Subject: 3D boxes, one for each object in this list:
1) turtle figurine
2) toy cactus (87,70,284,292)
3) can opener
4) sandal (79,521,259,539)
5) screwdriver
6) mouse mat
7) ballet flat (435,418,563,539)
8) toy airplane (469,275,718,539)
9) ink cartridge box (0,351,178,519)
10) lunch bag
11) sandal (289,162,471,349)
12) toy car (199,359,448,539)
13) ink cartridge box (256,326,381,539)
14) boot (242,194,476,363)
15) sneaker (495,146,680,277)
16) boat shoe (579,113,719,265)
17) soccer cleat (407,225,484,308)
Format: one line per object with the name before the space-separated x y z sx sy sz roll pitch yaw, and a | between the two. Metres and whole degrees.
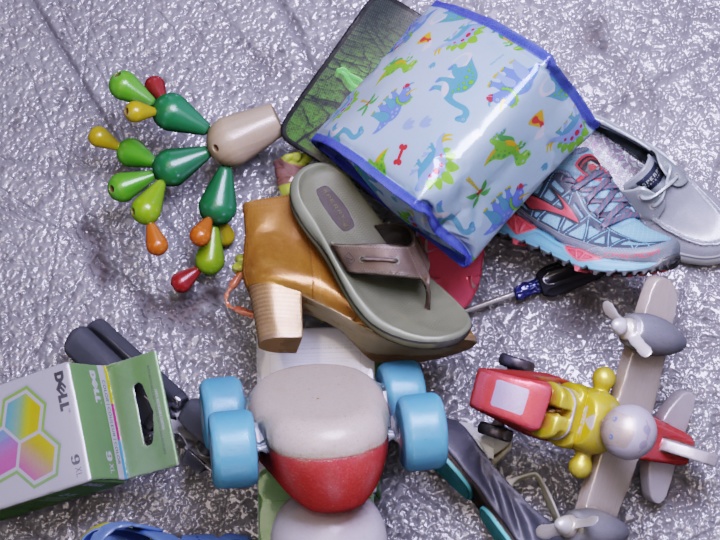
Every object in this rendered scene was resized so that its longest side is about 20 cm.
turtle figurine | -0.025 -0.020 1.650 0.200 0.064 0.161 1 73 -11
toy cactus | -0.145 -0.096 1.664 0.165 0.102 0.200 -25 82 3
can opener | -0.170 0.105 1.632 0.200 0.053 0.067 41 119 14
sandal | -0.155 0.255 1.586 0.200 0.087 0.080 4 75 5
screwdriver | 0.121 0.029 1.638 0.200 0.028 0.029 -23 47 -2
mouse mat | 0.049 -0.132 1.618 0.200 0.008 0.161 33 84 13
ballet flat | 0.115 0.182 1.585 0.073 0.073 0.200 -39 75 -4
toy airplane | 0.209 0.131 1.522 0.199 0.141 0.200 -28 100 -14
ink cartridge box | -0.263 0.143 1.598 0.200 0.059 0.104 -18 76 23
lunch bag | 0.068 -0.125 1.549 0.170 0.127 0.200 -47 46 -4
sandal | 0.014 -0.015 1.524 0.080 0.057 0.201 -29 71 -38
toy car | -0.030 0.189 1.513 0.184 0.177 0.200 -4 104 -8
ink cartridge box | -0.035 0.151 1.610 0.104 0.059 0.200 -2 76 5
boot | -0.001 0.000 1.579 0.201 0.071 0.144 4 65 -16
sneaker | 0.186 -0.055 1.581 0.200 0.079 0.096 22 110 37
boat shoe | 0.244 -0.074 1.628 0.201 0.072 0.070 34 82 13
soccer cleat | 0.063 -0.055 1.648 0.067 0.076 0.200 -5 78 -22
